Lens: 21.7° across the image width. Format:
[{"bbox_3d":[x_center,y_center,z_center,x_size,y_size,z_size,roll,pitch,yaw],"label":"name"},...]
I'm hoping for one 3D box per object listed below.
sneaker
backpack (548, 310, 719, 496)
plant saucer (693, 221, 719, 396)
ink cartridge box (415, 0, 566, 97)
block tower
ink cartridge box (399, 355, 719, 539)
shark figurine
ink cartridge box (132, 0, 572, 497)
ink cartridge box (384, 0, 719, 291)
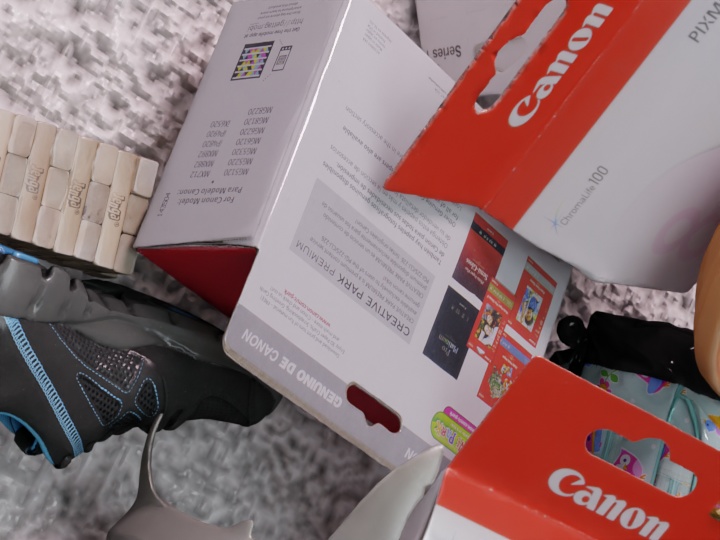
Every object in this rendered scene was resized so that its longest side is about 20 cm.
[{"bbox_3d":[-0.118,0.046,0.829,0.199,0.073,0.083,22,88,-43],"label":"sneaker"},{"bbox_3d":[0.163,0.136,0.985,0.166,0.126,0.202,20,81,-33],"label":"backpack"},{"bbox_3d":[0.229,-0.023,0.897,0.199,0.037,0.201,-31,147,-23],"label":"plant saucer"},{"bbox_3d":[0.145,-0.144,0.958,0.199,0.146,0.085,-13,96,-33],"label":"ink cartridge box"},{"bbox_3d":[-0.181,-0.047,0.802,0.199,0.058,0.054,17,82,-33],"label":"block tower"},{"bbox_3d":[0.085,0.155,0.859,0.162,0.057,0.200,27,119,-22],"label":"ink cartridge box"},{"bbox_3d":[-0.067,0.104,0.789,0.127,0.214,0.090,7,77,-31],"label":"shark figurine"},{"bbox_3d":[0.000,0.000,0.869,0.200,0.083,0.177,39,62,-40],"label":"ink cartridge box"},{"bbox_3d":[0.128,-0.070,0.836,0.199,0.057,0.163,2,131,-51],"label":"ink cartridge box"}]
